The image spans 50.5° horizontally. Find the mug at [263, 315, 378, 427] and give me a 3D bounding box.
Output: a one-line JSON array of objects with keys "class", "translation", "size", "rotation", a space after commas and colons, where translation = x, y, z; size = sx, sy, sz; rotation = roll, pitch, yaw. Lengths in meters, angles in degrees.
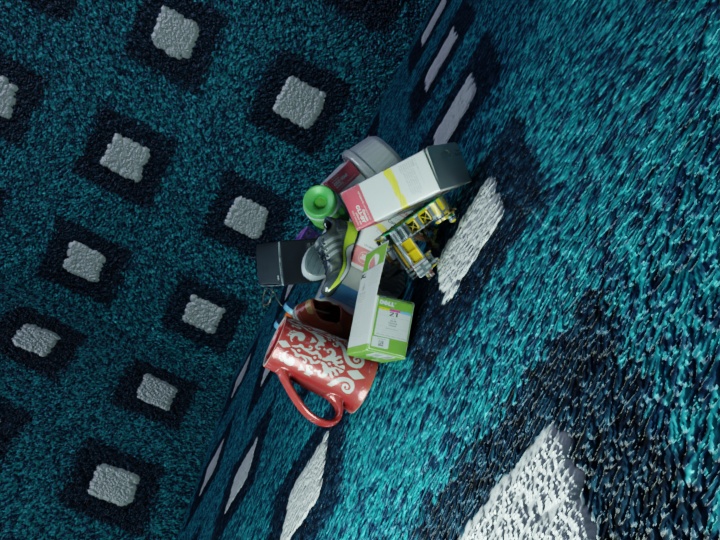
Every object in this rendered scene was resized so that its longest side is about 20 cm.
[{"class": "mug", "translation": [-0.081, 0.189, 1.482], "size": [0.134, 0.199, 0.178], "rotation": [-58, 11, 26]}]

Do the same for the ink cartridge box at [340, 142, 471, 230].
[{"class": "ink cartridge box", "translation": [0.087, -0.158, 1.438], "size": [0.199, 0.084, 0.145], "rotation": [-24, 0, 34]}]

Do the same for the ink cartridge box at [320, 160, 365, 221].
[{"class": "ink cartridge box", "translation": [-0.001, -0.171, 1.918], "size": [0.085, 0.200, 0.146], "rotation": [-44, 9, -4]}]

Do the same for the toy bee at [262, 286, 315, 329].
[{"class": "toy bee", "translation": [-0.141, 0.108, 1.765], "size": [0.131, 0.108, 0.201], "rotation": [-47, 42, 32]}]

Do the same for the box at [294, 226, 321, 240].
[{"class": "box", "translation": [-0.076, -0.044, 2.026], "size": [0.039, 0.199, 0.137], "rotation": [-59, 10, -8]}]

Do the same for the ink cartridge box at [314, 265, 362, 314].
[{"class": "ink cartridge box", "translation": [0.000, 0.000, 1.742], "size": [0.201, 0.125, 0.128], "rotation": [-66, 11, -14]}]

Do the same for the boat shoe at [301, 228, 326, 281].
[{"class": "boat shoe", "translation": [-0.081, -0.029, 1.701], "size": [0.067, 0.073, 0.200], "rotation": [-58, -1, 41]}]

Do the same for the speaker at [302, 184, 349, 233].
[{"class": "speaker", "translation": [-0.079, -0.138, 1.805], "size": [0.089, 0.088, 0.200], "rotation": [-65, -12, -6]}]

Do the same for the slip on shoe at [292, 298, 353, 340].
[{"class": "slip on shoe", "translation": [-0.051, 0.105, 1.609], "size": [0.061, 0.199, 0.074], "rotation": [-37, 49, 33]}]

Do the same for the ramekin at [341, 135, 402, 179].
[{"class": "ramekin", "translation": [0.052, -0.246, 1.907], "size": [0.094, 0.203, 0.202], "rotation": [-43, 9, -4]}]

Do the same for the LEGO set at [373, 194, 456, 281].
[{"class": "LEGO set", "translation": [0.115, -0.048, 1.426], "size": [0.153, 0.116, 0.200], "rotation": [-36, 4, -21]}]

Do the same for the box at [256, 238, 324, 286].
[{"class": "box", "translation": [-0.132, -0.023, 1.840], "size": [0.148, 0.199, 0.105], "rotation": [-3, 92, 60]}]

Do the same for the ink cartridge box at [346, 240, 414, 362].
[{"class": "ink cartridge box", "translation": [0.043, 0.060, 1.402], "size": [0.148, 0.075, 0.201], "rotation": [150, 133, -72]}]

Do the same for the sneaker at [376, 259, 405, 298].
[{"class": "sneaker", "translation": [0.032, 0.061, 1.549], "size": [0.082, 0.074, 0.201], "rotation": [-37, 28, 49]}]

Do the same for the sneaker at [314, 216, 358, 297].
[{"class": "sneaker", "translation": [-0.063, -0.031, 1.609], "size": [0.074, 0.080, 0.201], "rotation": [124, 163, -49]}]

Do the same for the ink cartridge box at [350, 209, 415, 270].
[{"class": "ink cartridge box", "translation": [0.062, -0.085, 1.656], "size": [0.201, 0.116, 0.067], "rotation": [-66, 11, -7]}]
